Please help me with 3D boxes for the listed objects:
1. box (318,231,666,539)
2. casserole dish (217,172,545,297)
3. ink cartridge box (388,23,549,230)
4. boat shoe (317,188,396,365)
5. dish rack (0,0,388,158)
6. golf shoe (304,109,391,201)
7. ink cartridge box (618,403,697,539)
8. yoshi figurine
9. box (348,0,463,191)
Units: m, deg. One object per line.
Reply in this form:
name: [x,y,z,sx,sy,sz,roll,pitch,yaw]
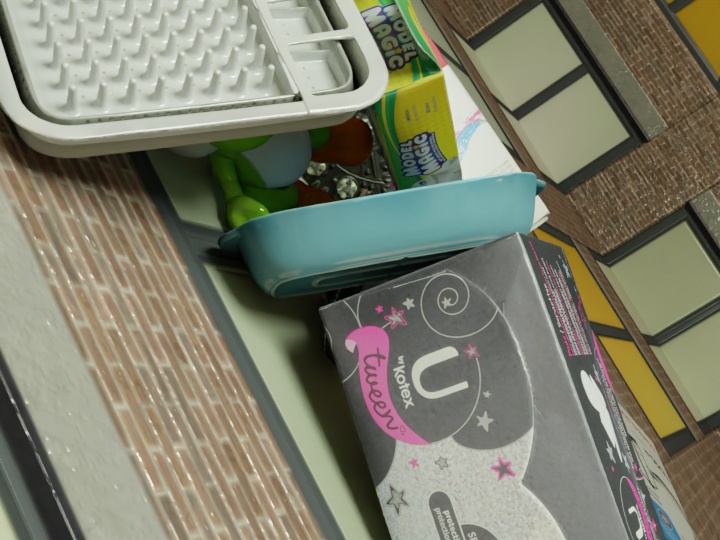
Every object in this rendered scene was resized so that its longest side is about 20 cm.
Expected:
box: [0.077,0.095,0.648,0.115,0.132,0.200,12,59,-68]
casserole dish: [0.017,-0.018,0.673,0.121,0.200,0.039,131,-52,-79]
ink cartridge box: [0.055,-0.097,0.995,0.200,0.086,0.148,56,-19,-3]
boat shoe: [0.000,0.000,0.789,0.200,0.060,0.074,-64,162,-52]
dish rack: [-0.101,-0.128,0.597,0.200,0.044,0.172,-10,59,-25]
golf shoe: [-0.039,-0.142,0.935,0.200,0.077,0.088,55,10,-6]
ink cartridge box: [0.237,0.213,1.035,0.146,0.084,0.200,45,20,-34]
yoshi figurine: [-0.060,-0.085,0.704,0.200,0.112,0.113,27,40,-55]
box: [0.021,-0.117,0.694,0.200,0.048,0.118,71,0,-63]
